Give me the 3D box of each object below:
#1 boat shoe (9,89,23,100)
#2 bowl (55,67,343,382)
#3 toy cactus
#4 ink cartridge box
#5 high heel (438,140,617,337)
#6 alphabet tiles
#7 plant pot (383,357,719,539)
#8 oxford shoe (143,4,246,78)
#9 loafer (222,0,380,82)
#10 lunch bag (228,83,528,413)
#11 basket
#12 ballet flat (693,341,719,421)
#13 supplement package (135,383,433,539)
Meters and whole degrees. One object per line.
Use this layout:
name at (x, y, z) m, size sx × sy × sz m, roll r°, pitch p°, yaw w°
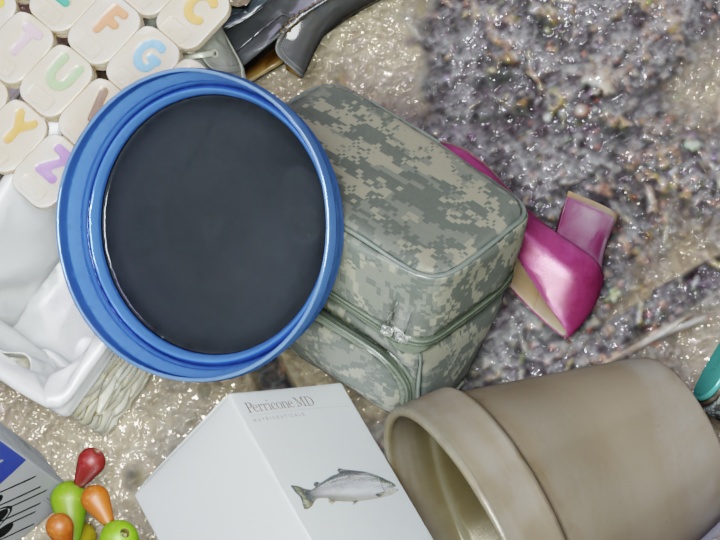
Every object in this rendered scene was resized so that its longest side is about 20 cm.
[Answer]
boat shoe at (-0.309, -0.105, 1.733) m, size 0.200 × 0.069 × 0.071 m, roll -45°, pitch 69°, yaw -6°
bowl at (-0.102, -0.029, 1.523) m, size 0.200 × 0.039 × 0.202 m, roll 1°, pitch 93°, yaw 24°
toy cactus at (-0.170, 0.236, 1.602) m, size 0.165 × 0.102 × 0.200 m, roll -45°, pitch 72°, yaw 14°
ink cartridge box at (-0.266, 0.144, 1.577) m, size 0.094 × 0.200 × 0.044 m, roll -41°, pitch 71°, yaw -5°
high heel at (0.074, -0.025, 1.641) m, size 0.199 × 0.067 × 0.096 m, roll 21°, pitch 67°, yaw 3°
alphabet tiles at (-0.191, -0.146, 1.625) m, size 0.200 × 0.015 × 0.196 m, roll 40°, pitch 83°, yaw 21°
plant pot at (0.136, 0.144, 1.527) m, size 0.173 × 0.200 × 0.200 m, roll -24°, pitch 69°, yaw -17°
oxford shoe at (-0.126, -0.162, 1.665) m, size 0.075 × 0.058 × 0.201 m, roll -13°, pitch 80°, yaw 12°
loafer at (-0.052, -0.171, 1.710) m, size 0.199 × 0.073 × 0.073 m, roll -23°, pitch 73°, yaw 13°
lunch bag at (0.000, 0.000, 1.601) m, size 0.200 × 0.168 × 0.139 m, roll 31°, pitch 44°, yaw 19°
basket at (-0.190, 0.000, 1.650) m, size 0.135 × 0.123 × 0.200 m, roll 31°, pitch 79°, yaw 18°
ballet flat at (0.292, 0.019, 1.595) m, size 0.072 × 0.072 × 0.201 m, roll 24°, pitch 78°, yaw 16°
supplement package at (-0.034, 0.189, 1.539) m, size 0.117 × 0.117 × 0.200 m, roll -46°, pitch 64°, yaw 32°
